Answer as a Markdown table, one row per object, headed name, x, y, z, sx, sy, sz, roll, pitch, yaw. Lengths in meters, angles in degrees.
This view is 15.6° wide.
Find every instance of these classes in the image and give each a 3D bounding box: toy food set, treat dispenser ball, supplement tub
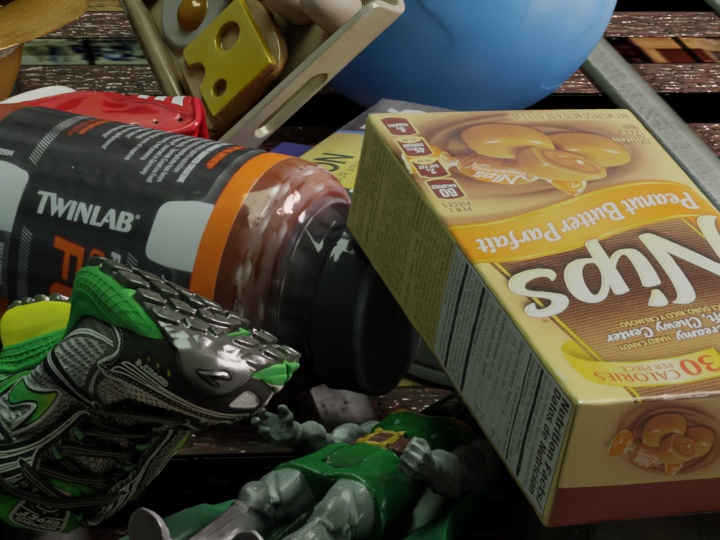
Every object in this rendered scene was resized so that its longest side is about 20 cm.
| name | x | y | z | sx | sy | sz | roll | pitch | yaw |
| --- | --- | --- | --- | --- | --- | --- | --- | --- | --- |
| toy food set | -0.072 | -0.150 | 1.351 | 0.060 | 0.143 | 0.200 | 28 | 27 | -45 |
| treat dispenser ball | 0.047 | -0.179 | 1.443 | 0.200 | 0.201 | 0.201 | 2 | 20 | -1 |
| supplement tub | -0.074 | -0.003 | 1.084 | 0.200 | 0.107 | 0.107 | 11 | 22 | 24 |

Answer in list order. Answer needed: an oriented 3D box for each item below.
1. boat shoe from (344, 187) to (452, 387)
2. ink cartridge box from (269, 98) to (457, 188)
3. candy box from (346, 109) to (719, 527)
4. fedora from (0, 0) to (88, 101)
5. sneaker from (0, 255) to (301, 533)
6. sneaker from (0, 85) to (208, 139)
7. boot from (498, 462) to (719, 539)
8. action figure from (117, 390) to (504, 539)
| name | x | y | z | sx | sy | sz | roll | pitch | yaw |
| --- | --- | --- | --- | --- | --- | --- | --- | --- | --- |
| boat shoe | 0.000 | 0.000 | 1.144 | 0.200 | 0.076 | 0.060 | 23 | 27 | 19 |
| ink cartridge box | 0.016 | -0.037 | 1.283 | 0.200 | 0.047 | 0.198 | 12 | 23 | 18 |
| candy box | 0.084 | 0.011 | 0.956 | 0.115 | 0.055 | 0.200 | -3 | 32 | -22 |
| fedora | -0.239 | -0.112 | 1.400 | 0.200 | 0.082 | 0.201 | 0 | 24 | 0 |
| sneaker | -0.083 | 0.052 | 0.904 | 0.078 | 0.085 | 0.200 | 26 | -19 | -16 |
| sneaker | -0.139 | -0.054 | 1.229 | 0.115 | 0.079 | 0.200 | -4 | 16 | 29 |
| boot | 0.121 | 0.070 | 0.993 | 0.130 | 0.068 | 0.200 | 8 | 25 | -4 |
| action figure | -0.004 | 0.080 | 0.952 | 0.118 | 0.055 | 0.200 | 10 | 17 | 28 |
